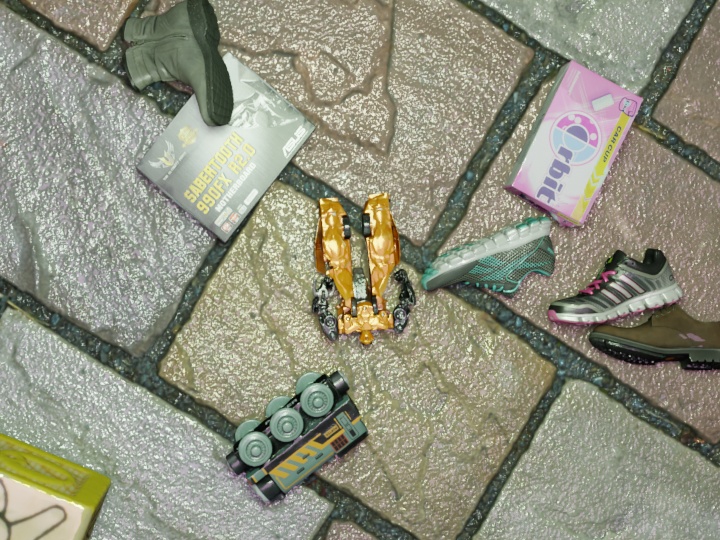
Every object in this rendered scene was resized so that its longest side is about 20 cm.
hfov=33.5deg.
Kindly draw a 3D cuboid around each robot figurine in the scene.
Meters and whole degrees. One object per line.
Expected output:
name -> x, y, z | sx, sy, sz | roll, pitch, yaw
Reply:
robot figurine -> 0.000, 0.000, 1.627 | 0.142, 0.058, 0.204 | -5, 91, -5

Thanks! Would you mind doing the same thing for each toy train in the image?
toy train -> -0.083, 0.225, 1.617 | 0.199, 0.085, 0.115 | -38, 104, -3

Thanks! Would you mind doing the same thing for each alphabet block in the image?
alphabet block -> -0.449, 0.341, 1.526 | 0.193, 0.196, 0.203 | 23, 89, -7

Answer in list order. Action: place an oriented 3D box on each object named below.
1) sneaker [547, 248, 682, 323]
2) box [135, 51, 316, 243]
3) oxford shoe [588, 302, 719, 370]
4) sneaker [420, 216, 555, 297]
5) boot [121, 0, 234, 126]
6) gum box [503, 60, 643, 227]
sneaker -> 0.345, 0.019, 1.653 | 0.196, 0.074, 0.089 | -14, 93, -10
box -> -0.179, -0.165, 1.610 | 0.158, 0.048, 0.201 | 40, 88, -5
oxford shoe -> 0.413, 0.088, 1.670 | 0.196, 0.073, 0.086 | 6, 75, -7
sneaker -> 0.181, -0.001, 1.638 | 0.197, 0.078, 0.093 | -21, 97, -3
boot -> -0.242, -0.258, 1.566 | 0.129, 0.068, 0.203 | -19, 66, 13
gum box -> 0.288, -0.168, 1.644 | 0.112, 0.066, 0.202 | 26, 89, -4
